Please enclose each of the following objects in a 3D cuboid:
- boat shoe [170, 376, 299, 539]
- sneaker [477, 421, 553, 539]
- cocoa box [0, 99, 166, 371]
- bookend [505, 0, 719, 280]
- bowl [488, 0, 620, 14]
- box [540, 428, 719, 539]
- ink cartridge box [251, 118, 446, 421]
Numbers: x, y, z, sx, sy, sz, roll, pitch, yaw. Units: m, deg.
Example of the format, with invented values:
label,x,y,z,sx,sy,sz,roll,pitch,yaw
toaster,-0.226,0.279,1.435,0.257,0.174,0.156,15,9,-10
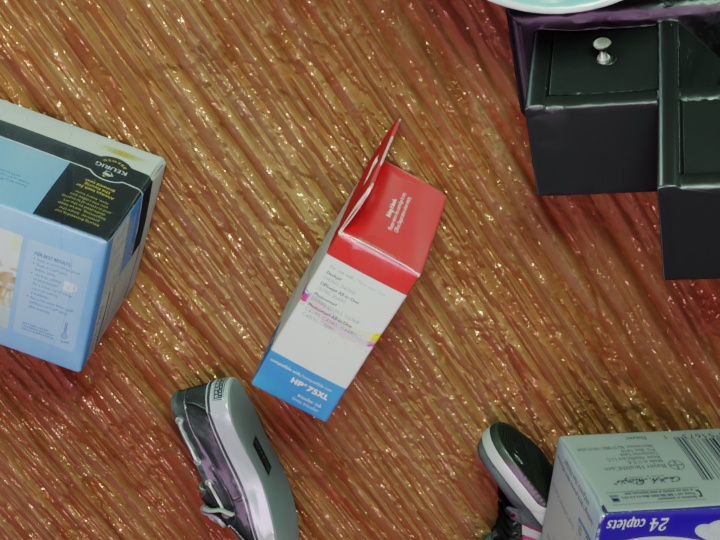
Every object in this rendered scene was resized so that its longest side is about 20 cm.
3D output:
label,x,y,z,sx,sy,sz,roll,pitch,yaw
boat shoe,-0.110,0.186,1.170,0.068,0.074,0.200,-13,118,16
sneaker,0.126,0.223,1.138,0.121,0.084,0.200,-31,113,18
cocoa box,-0.272,-0.037,1.028,0.200,0.131,0.134,20,125,0
bookend,0.186,-0.083,0.842,0.199,0.199,0.092,-1,134,15
bowl,0.116,-0.264,0.790,0.200,0.105,0.201,-2,124,-2
box,0.240,0.233,1.052,0.183,0.105,0.201,-1,118,-12
ink cartridge box,0.000,0.000,0.997,0.067,0.116,0.200,28,125,-5
